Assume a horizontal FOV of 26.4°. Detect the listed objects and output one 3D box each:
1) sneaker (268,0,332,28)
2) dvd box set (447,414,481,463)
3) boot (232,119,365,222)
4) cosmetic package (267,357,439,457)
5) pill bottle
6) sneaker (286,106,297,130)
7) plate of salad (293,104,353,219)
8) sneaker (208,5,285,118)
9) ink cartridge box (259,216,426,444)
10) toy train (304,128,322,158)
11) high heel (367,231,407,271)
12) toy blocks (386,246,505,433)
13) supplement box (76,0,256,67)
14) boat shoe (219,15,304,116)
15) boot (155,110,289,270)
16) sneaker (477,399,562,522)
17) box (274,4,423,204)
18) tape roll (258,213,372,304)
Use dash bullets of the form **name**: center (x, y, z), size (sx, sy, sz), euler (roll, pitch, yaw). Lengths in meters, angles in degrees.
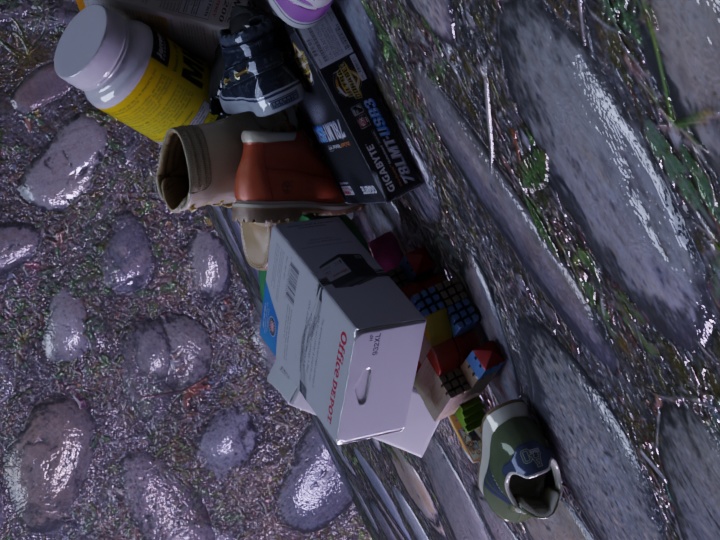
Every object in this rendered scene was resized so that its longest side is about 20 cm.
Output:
- **sneaker**: center (-0.084, -0.324, 1.389), size (0.201, 0.073, 0.114), euler (52, 166, 3)
- **dvd box set**: center (0.087, 0.113, 1.735), size (0.200, 0.029, 0.146), euler (63, 180, -5)
- **boot**: center (-0.059, -0.109, 1.661), size (0.075, 0.200, 0.107), euler (2, 95, 37)
- **cosmetic package**: center (-0.005, 0.154, 1.945), size (0.200, 0.081, 0.113), euler (26, -176, -22)
- **pill bottle**: center (-0.249, -0.220, 1.789), size (0.200, 0.114, 0.114), euler (29, -164, -41)
- **sneaker**: center (-0.125, -0.148, 1.821), size (0.200, 0.076, 0.081), euler (-41, 60, 54)
- **plate of salad**: center (-0.064, -0.146, 1.833), size (0.200, 0.048, 0.200), euler (59, 171, 16)
- **sneaker**: center (-0.126, -0.227, 1.709), size (0.200, 0.076, 0.091), euler (130, 156, -70)
- **ink cartridge box**: center (-0.023, 0.059, 1.581), size (0.200, 0.084, 0.145), euler (51, 140, 46)
- **toy train**: center (-0.074, -0.096, 1.782), size (0.034, 0.046, 0.200), euler (52, 149, 22)
- **high heel**: center (0.000, 0.000, 1.741), size (0.067, 0.096, 0.200), euler (65, 171, -14)
- **toy blocks**: center (0.075, 0.059, 1.568), size (0.200, 0.100, 0.137), euler (60, 159, 17)
- **supplement box**: center (-0.226, -0.309, 1.812), size (0.126, 0.200, 0.074), euler (95, -169, -73)
- **boat shoe**: center (-0.112, -0.214, 1.578), size (0.091, 0.071, 0.200), euler (69, 166, -14)
- **boot**: center (-0.148, -0.077, 1.675), size (0.073, 0.155, 0.200), euler (24, 123, 38)
- **sneaker**: center (0.165, 0.220, 1.551), size (0.200, 0.067, 0.090), euler (79, 167, -51)
- **box**: center (-0.021, -0.163, 1.548), size (0.199, 0.050, 0.200), euler (65, 171, -8)
- **tape roll**: center (-0.047, 0.026, 1.752), size (0.200, 0.048, 0.201), euler (27, 124, 51)
